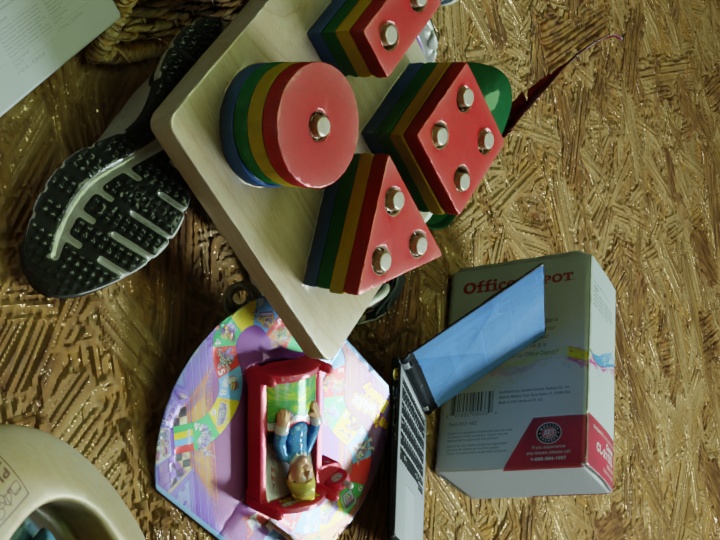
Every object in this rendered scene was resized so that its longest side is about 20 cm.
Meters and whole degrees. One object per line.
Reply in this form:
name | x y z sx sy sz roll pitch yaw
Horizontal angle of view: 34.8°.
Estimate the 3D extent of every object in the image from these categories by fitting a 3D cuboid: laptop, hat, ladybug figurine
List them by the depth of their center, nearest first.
ladybug figurine | -0.165 0.163 0.559 0.136 0.071 0.202 -53 128 -50
laptop | 0.090 0.121 0.909 0.188 0.114 0.204 63 28 -68
hat | 0.130 -0.149 1.045 0.165 0.174 0.203 35 53 -50

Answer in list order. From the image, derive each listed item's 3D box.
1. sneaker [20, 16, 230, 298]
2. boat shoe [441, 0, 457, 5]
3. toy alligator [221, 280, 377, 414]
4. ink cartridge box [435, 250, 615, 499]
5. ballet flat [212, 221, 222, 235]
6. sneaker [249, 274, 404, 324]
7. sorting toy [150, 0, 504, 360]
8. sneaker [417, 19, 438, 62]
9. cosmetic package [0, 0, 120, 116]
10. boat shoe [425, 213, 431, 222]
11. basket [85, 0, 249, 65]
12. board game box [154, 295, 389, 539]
sneaker | -0.130 -0.058 0.683 0.074 0.080 0.201 41 61 -11
boat shoe | 0.042 -0.339 1.050 0.062 0.074 0.203 -35 111 -59
toy alligator | -0.045 0.067 0.817 0.201 0.059 0.054 55 -3 -35
ink cartridge box | 0.156 0.098 1.056 0.083 0.144 0.203 42 48 -48
ballet flat | -0.018 -0.073 0.820 0.199 0.067 0.069 -39 125 -33
sneaker | 0.000 0.000 0.884 0.199 0.078 0.080 1 80 -61
sorting toy | -0.001 -0.080 0.704 0.200 0.069 0.201 -55 133 -28
sneaker | -0.002 -0.197 0.829 0.082 0.083 0.200 66 10 22
cosmetic package | -0.220 -0.149 0.571 0.152 0.051 0.201 67 33 -27
boat shoe | -0.001 -0.111 0.921 0.073 0.061 0.200 -58 133 -16
basket | -0.085 -0.226 0.733 0.199 0.141 0.152 -26 103 -59
board game box | -0.039 0.114 0.754 0.159 0.039 0.200 -55 131 -18
